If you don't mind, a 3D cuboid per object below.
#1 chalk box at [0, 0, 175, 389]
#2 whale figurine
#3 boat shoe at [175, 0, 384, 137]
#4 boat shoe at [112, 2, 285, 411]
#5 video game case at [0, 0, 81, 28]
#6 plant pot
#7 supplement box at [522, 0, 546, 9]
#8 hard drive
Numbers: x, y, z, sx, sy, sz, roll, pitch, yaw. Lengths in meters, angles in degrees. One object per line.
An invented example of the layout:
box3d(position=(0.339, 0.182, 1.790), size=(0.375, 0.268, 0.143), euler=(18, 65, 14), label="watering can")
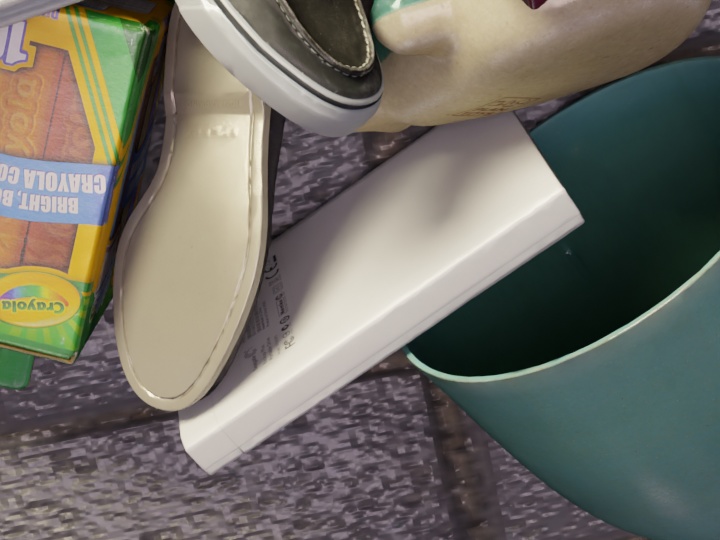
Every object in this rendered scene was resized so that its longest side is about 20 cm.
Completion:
box3d(position=(-0.168, -0.038, 0.749), size=(0.124, 0.124, 0.200), euler=(13, 104, -3), label="chalk box")
box3d(position=(0.055, -0.123, 0.718), size=(0.200, 0.159, 0.104), euler=(-21, 81, 41), label="whale figurine")
box3d(position=(-0.044, -0.149, 0.639), size=(0.071, 0.072, 0.200), euler=(-34, 87, 41), label="boat shoe")
box3d(position=(-0.059, -0.035, 0.735), size=(0.073, 0.063, 0.200), euler=(9, 90, 25), label="boat shoe")
box3d(position=(-0.194, -0.178, 0.679), size=(0.182, 0.023, 0.200), euler=(-22, 68, -17), label="video game case")
box3d(position=(0.142, 0.029, 0.740), size=(0.201, 0.201, 0.161), euler=(-36, 116, 8), label="plant pot")
box3d(position=(0.039, -0.211, 0.623), size=(0.110, 0.086, 0.200), euler=(-38, 62, -7), label="supplement box")
box3d(position=(0.000, 0.000, 0.756), size=(0.200, 0.132, 0.027), euler=(-35, 116, 8), label="hard drive")
